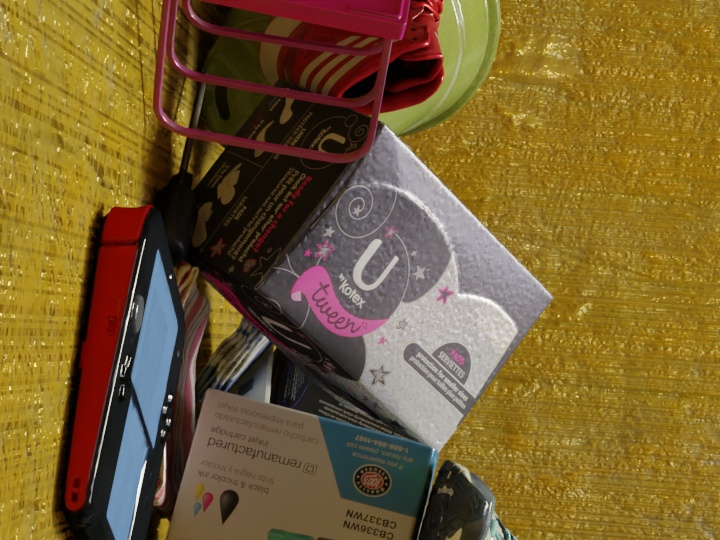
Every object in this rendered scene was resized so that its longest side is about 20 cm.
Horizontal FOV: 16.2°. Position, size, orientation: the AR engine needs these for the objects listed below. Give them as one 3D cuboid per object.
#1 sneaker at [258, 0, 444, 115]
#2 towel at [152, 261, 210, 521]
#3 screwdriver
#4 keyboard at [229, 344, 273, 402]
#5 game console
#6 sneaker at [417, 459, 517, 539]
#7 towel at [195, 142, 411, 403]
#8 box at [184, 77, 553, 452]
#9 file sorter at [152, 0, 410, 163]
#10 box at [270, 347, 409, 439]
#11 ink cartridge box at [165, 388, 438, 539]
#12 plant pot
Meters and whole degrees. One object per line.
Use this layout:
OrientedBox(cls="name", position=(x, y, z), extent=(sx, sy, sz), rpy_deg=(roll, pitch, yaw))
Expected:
OrientedBox(cls="sneaker", position=(0.042, -0.163, 1.588), extent=(0.200, 0.116, 0.078), rpy_deg=(-44, 136, -10))
OrientedBox(cls="towel", position=(-0.113, 0.079, 1.568), extent=(0.200, 0.030, 0.147), rpy_deg=(78, 17, -80))
OrientedBox(cls="screwdriver", position=(-0.104, -0.065, 1.545), extent=(0.029, 0.028, 0.200), rpy_deg=(60, 21, -26))
OrientedBox(cls="keyboard", position=(-0.085, 0.087, 1.768), extent=(0.011, 0.056, 0.200), rpy_deg=(58, 10, -17))
OrientedBox(cls="game console", position=(-0.124, 0.075, 1.353), extent=(0.200, 0.031, 0.177), rpy_deg=(85, 9, -67))
OrientedBox(cls="sneaker", position=(0.076, 0.178, 1.547), extent=(0.200, 0.086, 0.078), rpy_deg=(96, 9, -64))
OrientedBox(cls="towel", position=(-0.042, 0.003, 1.723), extent=(0.147, 0.024, 0.200), rpy_deg=(-47, 175, -40))
OrientedBox(cls="box", position=(0.000, 0.000, 1.561), extent=(0.132, 0.115, 0.200), rpy_deg=(-53, 129, -9))
OrientedBox(cls="file sorter", position=(-0.040, -0.178, 1.475), extent=(0.125, 0.139, 0.200), rpy_deg=(103, -2, -47))
OrientedBox(cls="box", position=(-0.025, 0.117, 1.852), extent=(0.200, 0.106, 0.122), rpy_deg=(-53, -162, 39))
OrientedBox(cls="ink cartridge box", position=(-0.046, 0.192, 1.568), extent=(0.146, 0.147, 0.200), rpy_deg=(78, 26, -82))
OrientedBox(cls="plant pot", position=(-0.024, -0.149, 1.744), extent=(0.190, 0.200, 0.200), rpy_deg=(-55, 151, -58))
